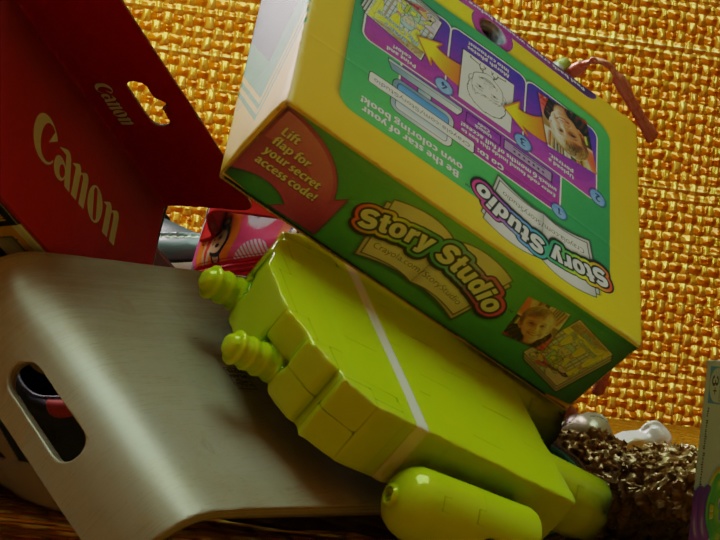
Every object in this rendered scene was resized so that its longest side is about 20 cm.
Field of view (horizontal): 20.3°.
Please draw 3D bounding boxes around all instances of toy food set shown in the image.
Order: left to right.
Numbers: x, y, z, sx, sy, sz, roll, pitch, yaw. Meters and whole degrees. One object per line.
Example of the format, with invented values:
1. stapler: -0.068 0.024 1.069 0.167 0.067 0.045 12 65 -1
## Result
1. toy food set: -0.066 0.067 0.836 0.200 0.060 0.144 6 37 -52

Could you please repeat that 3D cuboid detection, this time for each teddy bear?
1. teddy bear: 0.175 0.115 1.048 0.200 0.067 0.145 6 -4 23

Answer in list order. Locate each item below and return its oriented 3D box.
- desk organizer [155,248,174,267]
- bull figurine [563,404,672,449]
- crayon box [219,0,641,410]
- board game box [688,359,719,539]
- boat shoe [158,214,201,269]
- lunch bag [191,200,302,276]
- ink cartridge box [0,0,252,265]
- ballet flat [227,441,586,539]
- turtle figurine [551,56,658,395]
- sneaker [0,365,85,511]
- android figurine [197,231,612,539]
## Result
1. desk organizer: -0.199 0.036 1.073 0.200 0.077 0.072 -9 -25 13
2. bull figurine: 0.090 0.102 1.192 0.200 0.065 0.121 -1 -34 -1
3. crayon box: 0.039 -0.056 0.934 0.200 0.173 0.058 34 -54 -19
4. board game box: 0.252 0.099 0.847 0.200 0.105 0.103 8 -2 -14
5. boat shoe: -0.153 -0.028 1.189 0.200 0.062 0.073 5 -3 31
6. lunch bag: 0.000 0.000 1.057 0.176 0.082 0.200 28 -19 -28
7. ink cartridge box: -0.159 -0.038 0.852 0.176 0.084 0.200 0 -25 17
8. ballet flat: 0.007 0.102 0.960 0.200 0.068 0.072 3 -18 -9
9. turtle figurine: 0.081 -0.029 1.123 0.161 0.200 0.064 17 32 36
10. sneaker: -0.166 0.065 0.983 0.200 0.085 0.075 5 -2 40
11. android figurine: 0.018 0.052 0.857 0.200 0.041 0.182 26 24 -34
